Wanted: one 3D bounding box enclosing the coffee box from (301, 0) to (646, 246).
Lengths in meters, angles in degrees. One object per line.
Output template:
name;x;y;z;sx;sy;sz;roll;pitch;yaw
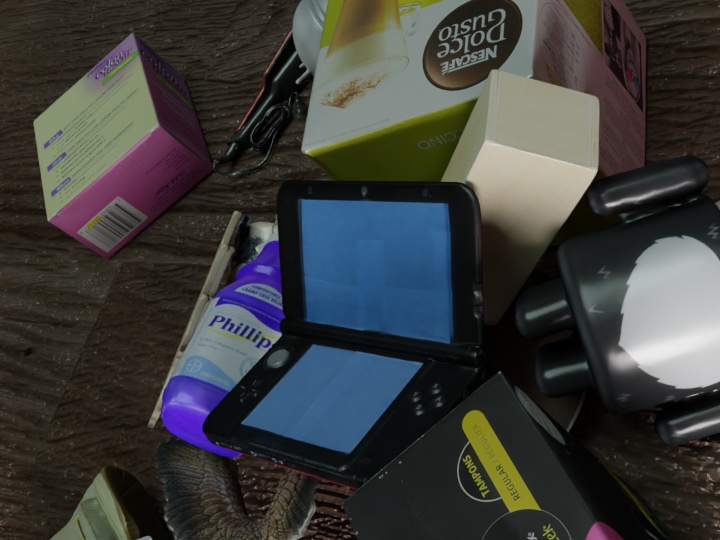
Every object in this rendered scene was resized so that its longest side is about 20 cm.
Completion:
coffee box;0.100;-0.145;0.832;0.198;0.200;0.199;-12;55;34

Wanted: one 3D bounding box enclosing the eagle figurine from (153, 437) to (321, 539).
eagle figurine;-0.080;0.197;0.808;0.151;0.151;0.201;-36;47;44

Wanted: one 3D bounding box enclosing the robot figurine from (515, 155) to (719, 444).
robot figurine;0.203;0.021;0.674;0.198;0.151;0.125;-18;45;12

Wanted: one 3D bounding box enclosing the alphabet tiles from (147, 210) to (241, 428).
alphabet tiles;-0.152;0.048;0.959;0.200;0.014;0.197;130;160;-67

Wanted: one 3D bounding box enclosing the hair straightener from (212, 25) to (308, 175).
hair straightener;-0.095;-0.185;1.134;0.201;0.041;0.077;-53;43;-3

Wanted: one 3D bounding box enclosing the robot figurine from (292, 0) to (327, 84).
robot figurine;0.013;-0.260;1.045;0.199;0.113;0.170;-36;7;14

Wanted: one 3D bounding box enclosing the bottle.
bottle;-0.090;0.052;0.848;0.065;0.083;0.201;113;-179;-52

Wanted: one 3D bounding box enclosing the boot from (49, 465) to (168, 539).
boot;-0.232;0.293;0.906;0.155;0.072;0.200;-46;46;9

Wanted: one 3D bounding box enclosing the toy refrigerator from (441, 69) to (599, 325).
toy refrigerator;0.095;-0.045;0.727;0.200;0.075;0.070;111;171;-56

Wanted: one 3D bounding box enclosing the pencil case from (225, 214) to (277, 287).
pencil case;-0.095;0.049;0.944;0.077;0.090;0.201;8;61;2

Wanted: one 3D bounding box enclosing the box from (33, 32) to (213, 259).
box;-0.287;-0.150;1.229;0.176;0.097;0.201;-38;46;13

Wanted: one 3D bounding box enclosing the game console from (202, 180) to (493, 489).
game console;-0.021;0.036;0.699;0.199;0.119;0.172;5;42;46

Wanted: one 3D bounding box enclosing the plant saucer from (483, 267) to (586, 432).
plant saucer;0.092;0.088;0.803;0.199;0.034;0.202;-20;52;27

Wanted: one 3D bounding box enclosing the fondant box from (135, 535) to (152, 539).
fondant box;-0.213;0.308;0.814;0.199;0.058;0.145;-27;89;35

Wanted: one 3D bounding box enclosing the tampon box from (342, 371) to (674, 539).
tampon box;0.113;0.184;0.600;0.126;0.200;0.150;-41;45;10
